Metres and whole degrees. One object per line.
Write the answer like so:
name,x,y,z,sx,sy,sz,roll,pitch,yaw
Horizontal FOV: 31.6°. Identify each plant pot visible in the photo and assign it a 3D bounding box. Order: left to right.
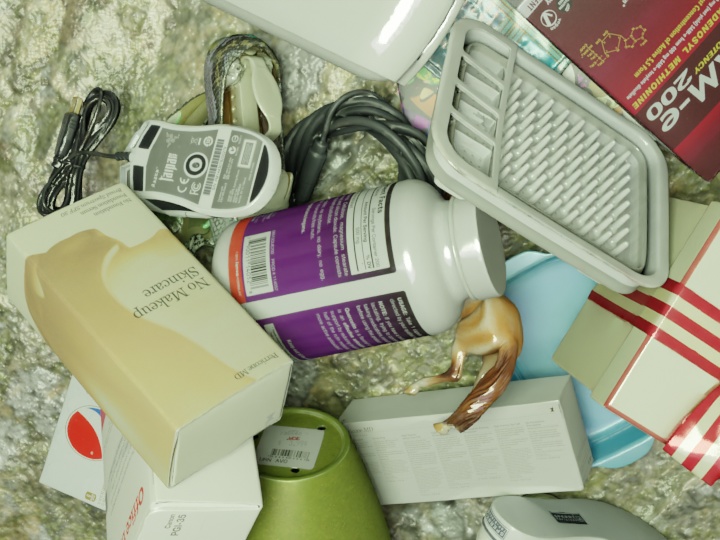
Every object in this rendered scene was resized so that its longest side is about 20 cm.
plant pot,-0.051,0.218,1.024,0.186,0.188,0.201,4,121,8

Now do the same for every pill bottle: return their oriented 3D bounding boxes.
pill bottle,0.000,0.000,0.921,0.199,0.112,0.113,-12,104,18

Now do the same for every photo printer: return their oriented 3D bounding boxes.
photo printer,-0.009,-0.238,0.934,0.199,0.069,0.167,30,100,23

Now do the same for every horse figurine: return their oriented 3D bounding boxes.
horse figurine,0.077,0.040,1.002,0.050,0.201,0.133,28,116,-39

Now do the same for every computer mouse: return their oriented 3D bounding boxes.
computer mouse,-0.146,-0.075,0.966,0.199,0.044,0.110,11,78,21

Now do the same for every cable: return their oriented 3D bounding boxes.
cable,-0.013,-0.045,1.024,0.162,0.051,0.202,11,102,33

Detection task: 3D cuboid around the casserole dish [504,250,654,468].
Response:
casserole dish,0.175,0.070,1.049,0.121,0.039,0.201,-30,100,15

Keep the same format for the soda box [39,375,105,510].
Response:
soda box,-0.213,0.101,1.105,0.068,0.064,0.201,22,107,3

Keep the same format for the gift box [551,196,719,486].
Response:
gift box,0.279,0.056,0.929,0.199,0.187,0.186,26,94,-8

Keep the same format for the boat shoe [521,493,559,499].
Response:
boat shoe,0.149,0.294,1.095,0.071,0.076,0.202,4,105,10

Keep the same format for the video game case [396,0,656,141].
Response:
video game case,0.123,-0.172,0.989,0.198,0.036,0.183,-10,102,12

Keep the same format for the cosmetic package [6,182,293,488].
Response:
cosmetic package,-0.149,0.040,0.881,0.200,0.105,0.071,43,143,23

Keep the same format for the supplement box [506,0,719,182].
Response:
supplement box,0.211,-0.169,0.915,0.200,0.061,0.109,37,103,-18

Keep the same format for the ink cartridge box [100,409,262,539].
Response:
ink cartridge box,-0.141,0.132,0.957,0.082,0.201,0.147,6,136,-21

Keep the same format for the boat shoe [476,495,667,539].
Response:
boat shoe,0.174,0.233,1.042,0.199,0.072,0.066,11,114,-37

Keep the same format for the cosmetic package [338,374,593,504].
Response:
cosmetic package,0.085,0.141,1.052,0.199,0.051,0.083,-9,111,26

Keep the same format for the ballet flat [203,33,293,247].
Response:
ballet flat,-0.085,-0.088,0.995,0.071,0.072,0.202,-5,89,10

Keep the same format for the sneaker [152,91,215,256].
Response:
sneaker,-0.141,-0.045,1.030,0.088,0.077,0.201,22,86,-2

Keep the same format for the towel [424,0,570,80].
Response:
towel,0.117,-0.221,0.948,0.146,0.022,0.200,39,106,-1

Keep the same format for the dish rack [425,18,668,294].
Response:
dish rack,0.129,-0.075,0.897,0.199,0.172,0.044,30,132,-15
